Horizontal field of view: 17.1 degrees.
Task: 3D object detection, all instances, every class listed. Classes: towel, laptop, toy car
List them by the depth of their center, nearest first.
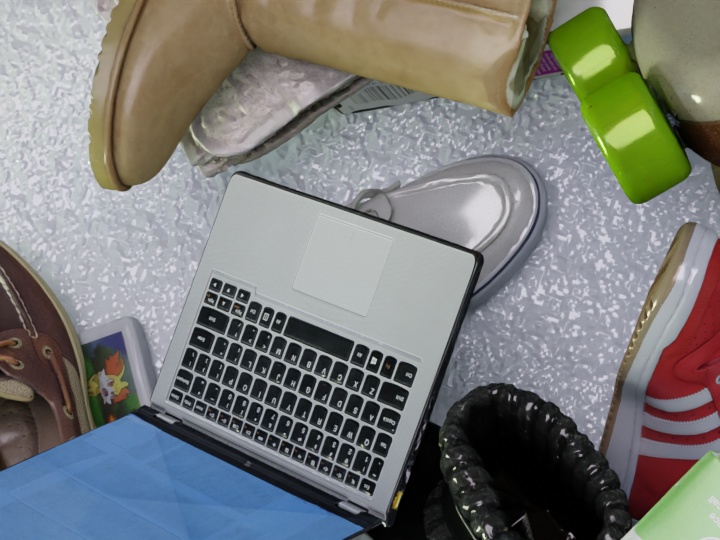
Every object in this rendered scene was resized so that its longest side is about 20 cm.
[{"bbox_3d":[-0.073,0.052,1.091,0.187,0.115,0.201,20,90,47],"label":"laptop"},{"bbox_3d":[0.210,-0.056,1.118,0.164,0.158,0.201,-30,117,9],"label":"toy car"},{"bbox_3d":[-0.030,-0.149,1.202,0.199,0.034,0.133,-35,73,7],"label":"towel"}]

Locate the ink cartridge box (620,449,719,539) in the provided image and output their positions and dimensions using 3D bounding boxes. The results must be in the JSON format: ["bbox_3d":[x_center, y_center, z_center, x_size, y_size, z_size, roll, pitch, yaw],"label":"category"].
[{"bbox_3d":[0.130,0.196,0.976,0.200,0.084,0.146,-46,73,8],"label":"ink cartridge box"}]

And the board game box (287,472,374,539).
[{"bbox_3d":[-0.088,0.177,1.145,0.200,0.034,0.134,-52,30,0],"label":"board game box"}]

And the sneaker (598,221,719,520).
[{"bbox_3d":[0.173,0.063,1.092,0.112,0.201,0.071,23,56,13],"label":"sneaker"}]

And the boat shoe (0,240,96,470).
[{"bbox_3d":[-0.179,0.063,1.216,0.072,0.072,0.201,-26,72,8],"label":"boat shoe"}]

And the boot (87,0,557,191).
[{"bbox_3d":[-0.018,-0.105,1.139,0.199,0.066,0.176,13,83,16],"label":"boot"}]

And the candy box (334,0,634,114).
[{"bbox_3d":[0.070,-0.167,1.227,0.198,0.061,0.138,-9,77,14],"label":"candy box"}]

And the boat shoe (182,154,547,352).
[{"bbox_3d":[-0.003,-0.004,1.198,0.201,0.086,0.075,-25,73,9],"label":"boat shoe"}]

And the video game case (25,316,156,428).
[{"bbox_3d":[-0.175,0.146,1.247,0.181,0.022,0.201,-19,73,10],"label":"video game case"}]

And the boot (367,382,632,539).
[{"bbox_3d":[0.044,0.101,1.117,0.210,0.158,0.080,28,72,25],"label":"boot"}]
